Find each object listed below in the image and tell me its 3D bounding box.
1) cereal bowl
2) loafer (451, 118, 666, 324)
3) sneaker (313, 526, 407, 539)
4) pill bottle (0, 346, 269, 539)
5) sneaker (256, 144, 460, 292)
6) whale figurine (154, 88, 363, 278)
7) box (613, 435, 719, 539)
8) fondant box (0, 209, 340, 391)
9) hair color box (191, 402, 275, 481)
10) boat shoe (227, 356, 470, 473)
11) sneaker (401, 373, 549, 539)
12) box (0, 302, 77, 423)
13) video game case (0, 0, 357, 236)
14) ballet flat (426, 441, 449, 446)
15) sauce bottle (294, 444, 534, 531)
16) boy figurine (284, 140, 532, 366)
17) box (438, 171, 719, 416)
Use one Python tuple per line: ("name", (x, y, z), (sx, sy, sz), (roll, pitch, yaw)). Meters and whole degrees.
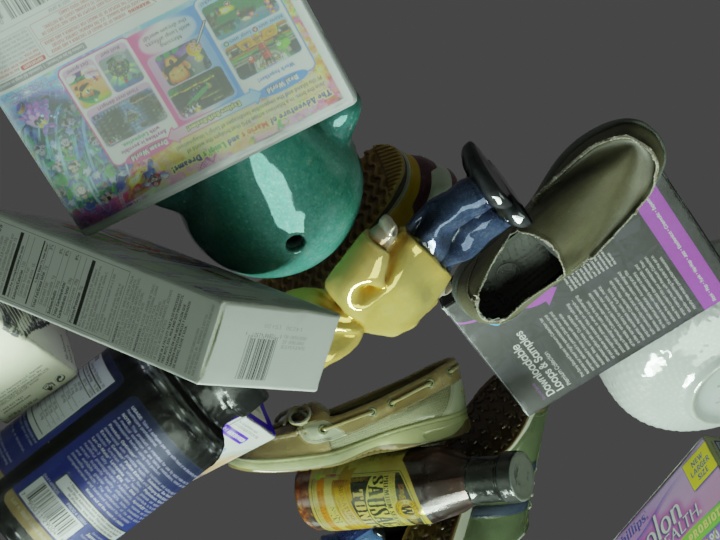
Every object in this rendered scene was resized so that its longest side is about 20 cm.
("cereal bowl", (0.301, 0.067, 1.841), (0.200, 0.083, 0.200), (-15, 140, -13))
("loafer", (0.151, -0.027, 1.635), (0.075, 0.070, 0.200), (39, 104, -13))
("sneaker", (0.045, 0.270, 1.940), (0.089, 0.079, 0.200), (-35, 140, 16))
("pill bottle", (-0.168, 0.116, 1.550), (0.200, 0.112, 0.112), (-37, 141, 0))
("sneaker", (0.000, 0.000, 1.612), (0.090, 0.075, 0.200), (20, 124, -35))
("whale figurine", (-0.068, -0.074, 1.468), (0.159, 0.104, 0.200), (-23, 139, -2))
("box", (0.363, 0.255, 2.075), (0.200, 0.097, 0.176), (10, 130, -35))
("fondant box", (-0.135, 0.020, 1.441), (0.144, 0.200, 0.058), (9, 100, -60))
("hair color box", (-0.173, 0.137, 1.661), (0.200, 0.065, 0.109), (-26, 164, 4))
("boat shoe", (-0.012, 0.117, 1.757), (0.200, 0.063, 0.073), (-10, -176, -12))
("sneaker", (0.109, 0.179, 1.823), (0.090, 0.067, 0.200), (41, 74, -43))
("box", (-0.279, 0.019, 1.483), (0.068, 0.082, 0.200), (-33, 142, 11))
("video game case", (-0.129, -0.136, 1.374), (0.200, 0.024, 0.182), (-26, 120, 6))
("ballet flat", (0.076, 0.187, 1.874), (0.067, 0.062, 0.200), (-30, 141, 6))
("sauce bottle", (0.042, 0.171, 1.768), (0.200, 0.066, 0.066), (-11, 151, 34))
("boy figurine", (0.024, 0.001, 1.535), (0.200, 0.065, 0.124), (-37, 150, 12))
("box", (0.177, 0.013, 1.728), (0.200, 0.036, 0.143), (-33, 126, 8))
